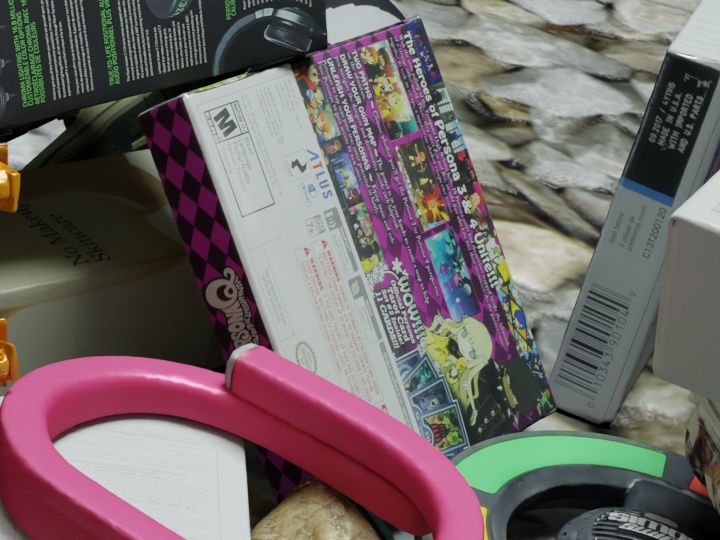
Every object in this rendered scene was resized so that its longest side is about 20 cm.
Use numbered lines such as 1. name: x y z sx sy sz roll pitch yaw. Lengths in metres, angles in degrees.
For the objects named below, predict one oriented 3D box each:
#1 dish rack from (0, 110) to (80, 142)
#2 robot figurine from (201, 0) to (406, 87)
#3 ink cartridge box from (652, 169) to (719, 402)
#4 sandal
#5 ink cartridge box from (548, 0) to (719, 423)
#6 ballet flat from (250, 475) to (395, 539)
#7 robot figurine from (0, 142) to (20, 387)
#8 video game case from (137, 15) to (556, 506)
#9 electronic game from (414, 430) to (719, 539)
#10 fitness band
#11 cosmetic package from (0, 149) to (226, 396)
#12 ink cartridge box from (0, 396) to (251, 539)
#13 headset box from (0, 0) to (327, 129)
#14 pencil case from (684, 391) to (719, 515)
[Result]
1. dish rack: -0.222 -0.067 1.161 0.153 0.055 0.200 -22 3 37
2. robot figurine: -0.022 -0.078 1.265 0.149 0.125 0.200 11 34 -9
3. ink cartridge box: 0.234 -0.010 1.016 0.145 0.085 0.200 21 37 27
4. sandal: -0.136 -0.062 1.255 0.057 0.080 0.201 9 23 25
5. ink cartridge box: 0.164 -0.048 1.223 0.043 0.199 0.200 23 27 12
6. ballet flat: 0.014 0.155 0.927 0.065 0.071 0.200 -30 39 -16
7. robot figurine: -0.225 0.005 0.884 0.199 0.146 0.058 -8 20 -28
8. video game case: 0.000 0.000 1.080 0.036 0.201 0.181 -16 6 39
9. electronic game: 0.119 0.129 1.024 0.199 0.042 0.200 12 27 -6
10. fitness band: -0.046 0.083 0.915 0.199 0.038 0.143 27 30 29
11. cosmetic package: -0.147 0.006 1.115 0.199 0.071 0.105 -13 36 -41
12. ink cartridge box: -0.095 0.128 0.914 0.103 0.060 0.200 8 27 -10
13. headset box: -0.143 -0.136 1.058 0.199 0.093 0.174 -17 25 -26
14. pencil case: 0.183 0.114 0.971 0.089 0.078 0.200 34 24 -25
